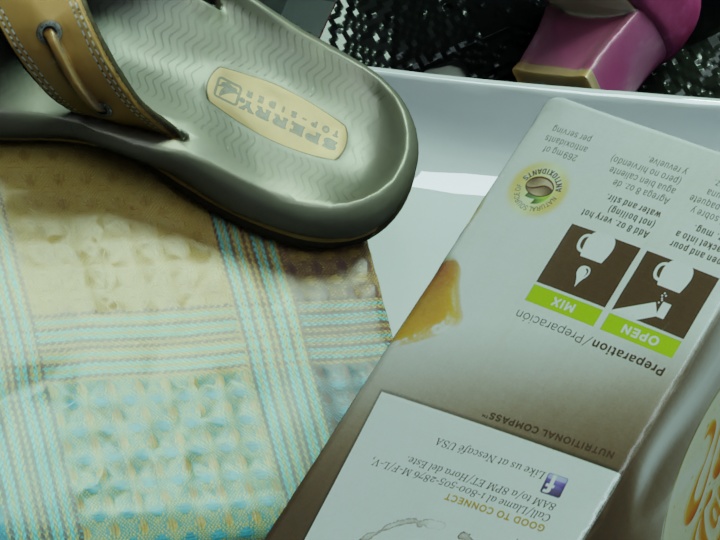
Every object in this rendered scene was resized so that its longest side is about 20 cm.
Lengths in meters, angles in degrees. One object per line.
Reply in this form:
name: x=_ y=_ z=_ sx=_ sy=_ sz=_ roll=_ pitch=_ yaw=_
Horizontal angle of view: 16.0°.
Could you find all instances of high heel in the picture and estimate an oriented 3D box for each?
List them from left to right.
high heel: x=0.072 y=-0.138 z=0.850 sx=0.067 sy=0.201 sz=0.096 roll=9 pitch=54 yaw=35

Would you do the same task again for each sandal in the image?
sandal: x=-0.069 y=-0.064 z=0.716 sx=0.199 sy=0.055 sz=0.082 roll=24 pitch=65 yaw=-13

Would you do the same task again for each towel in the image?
towel: x=-0.085 y=0.016 z=0.716 sx=0.199 sy=0.022 sz=0.148 roll=-3 pitch=65 yaw=-25

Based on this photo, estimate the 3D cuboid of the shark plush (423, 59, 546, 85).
shark plush: x=0.000 y=0.000 z=0.844 sx=0.199 sy=0.091 sz=0.084 roll=-27 pitch=108 yaw=-26

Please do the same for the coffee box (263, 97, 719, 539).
coffee box: x=0.043 y=0.073 z=0.665 sx=0.079 sy=0.115 sz=0.201 roll=21 pitch=67 yaw=31

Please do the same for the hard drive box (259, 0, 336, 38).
hard drive box: x=-0.035 y=-0.184 z=0.855 sx=0.076 sy=0.156 sz=0.202 roll=9 pitch=68 yaw=-10

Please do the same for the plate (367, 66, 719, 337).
plate: x=0.042 y=0.038 z=0.768 sx=0.198 sy=0.032 sz=0.201 roll=6 pitch=68 yaw=3
